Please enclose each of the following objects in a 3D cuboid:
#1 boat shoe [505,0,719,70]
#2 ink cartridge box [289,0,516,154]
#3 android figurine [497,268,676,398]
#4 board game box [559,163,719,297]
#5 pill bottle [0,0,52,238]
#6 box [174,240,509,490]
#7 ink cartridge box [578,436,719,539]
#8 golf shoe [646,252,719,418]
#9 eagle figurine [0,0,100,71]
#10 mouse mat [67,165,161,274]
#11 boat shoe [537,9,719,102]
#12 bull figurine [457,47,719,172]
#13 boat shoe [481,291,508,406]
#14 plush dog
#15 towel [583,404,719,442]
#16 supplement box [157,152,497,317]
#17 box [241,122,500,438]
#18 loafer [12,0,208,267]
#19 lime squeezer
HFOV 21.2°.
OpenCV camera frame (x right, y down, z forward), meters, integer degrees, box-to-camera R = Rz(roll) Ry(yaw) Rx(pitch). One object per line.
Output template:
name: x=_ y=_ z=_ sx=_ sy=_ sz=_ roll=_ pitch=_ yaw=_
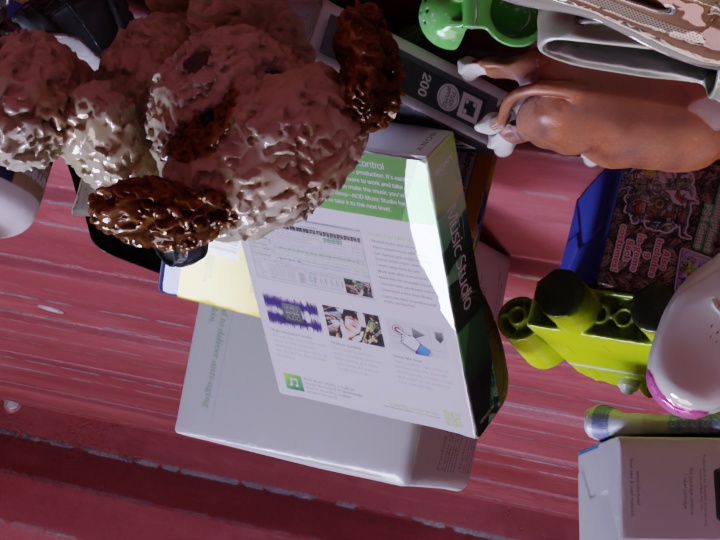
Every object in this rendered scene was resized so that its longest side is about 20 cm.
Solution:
boat shoe: x=0.133 y=-0.138 z=0.831 sx=0.200 sy=0.076 sz=0.072 roll=11 pitch=165 yaw=10
ink cartridge box: x=0.001 y=-0.105 z=1.134 sx=0.200 sy=0.043 sz=0.198 roll=21 pitch=175 yaw=-32
android figurine: x=0.182 y=0.050 z=1.221 sx=0.182 sy=0.041 sz=0.200 roll=9 pitch=164 yaw=25
board game box: x=0.243 y=0.004 z=1.266 sx=0.200 sy=0.097 sz=0.159 roll=16 pitch=168 yaw=-3
pill bottle: x=-0.250 y=-0.084 z=1.207 sx=0.120 sy=0.200 sz=0.120 roll=14 pitch=168 yaw=3
box: x=-0.010 y=0.057 z=1.513 sx=0.200 sy=0.199 sz=0.171 roll=10 pitch=176 yaw=19
ink cartridge box: x=0.248 y=0.143 z=1.223 sx=0.200 sy=0.068 sz=0.116 roll=2 pitch=170 yaw=-6
golf shoe: x=0.234 y=-0.002 z=1.079 sx=0.075 sy=0.200 sz=0.092 roll=40 pitch=165 yaw=14
eagle figurine: x=-0.243 y=-0.145 z=0.993 sx=0.152 sy=0.200 sz=0.151 roll=-21 pitch=-175 yaw=17
mouse mat: x=-0.142 y=-0.050 z=1.384 sx=0.161 sy=0.008 sz=0.200 roll=21 pitch=-154 yaw=-33
boat shoe: x=0.179 y=-0.109 z=0.920 sx=0.200 sy=0.062 sz=0.072 roll=13 pitch=168 yaw=3
bull figurine: x=0.149 y=-0.082 z=1.041 sx=0.200 sy=0.065 sz=0.121 roll=13 pitch=173 yaw=-34
boat shoe: x=0.021 y=0.011 z=1.202 sx=0.069 sy=0.074 sz=0.200 roll=-23 pitch=110 yaw=31
plush dog: x=-0.070 y=-0.071 z=0.934 sx=0.172 sy=0.200 sz=0.161 roll=35 pitch=160 yaw=51
towel: x=0.251 y=0.099 z=1.237 sx=0.200 sy=0.024 sz=0.147 roll=-3 pitch=170 yaw=18
supplement box: x=-0.021 y=-0.032 z=1.287 sx=0.200 sy=0.109 sz=0.110 roll=14 pitch=124 yaw=4
box: x=0.000 y=0.000 z=1.127 sx=0.144 sy=0.036 sz=0.200 roll=11 pitch=132 yaw=29
loafer: x=-0.152 y=-0.084 z=1.174 sx=0.068 sy=0.070 sz=0.201 roll=22 pitch=139 yaw=55
lime squeezer: x=0.077 y=-0.129 z=1.011 sx=0.200 sy=0.038 sz=0.071 roll=2 pitch=162 yaw=43
